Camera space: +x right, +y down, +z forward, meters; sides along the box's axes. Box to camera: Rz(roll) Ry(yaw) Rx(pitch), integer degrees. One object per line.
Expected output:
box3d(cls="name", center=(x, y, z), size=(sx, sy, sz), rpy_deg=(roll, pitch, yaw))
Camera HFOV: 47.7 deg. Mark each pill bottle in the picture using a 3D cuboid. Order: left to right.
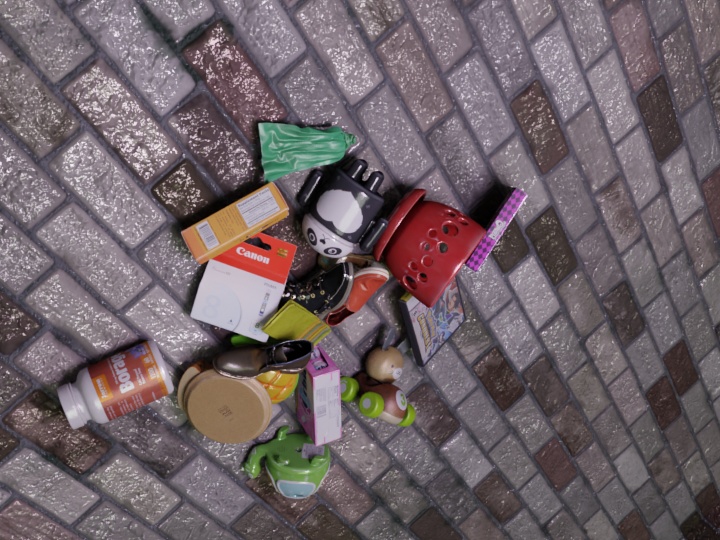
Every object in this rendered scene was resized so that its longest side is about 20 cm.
box3d(cls="pill bottle", center=(-0.469, 0.222, 1.558), size=(0.198, 0.112, 0.113), rpy_deg=(-24, 125, -18))

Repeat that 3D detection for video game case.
box3d(cls="video game case", center=(0.170, 0.092, 1.875), size=(0.181, 0.025, 0.202), rpy_deg=(-43, 132, -31))
box3d(cls="video game case", center=(0.299, -0.092, 1.808), size=(0.036, 0.181, 0.201), rpy_deg=(33, 98, 4))

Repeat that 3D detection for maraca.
box3d(cls="maraca", center=(-0.200, 0.194, 1.704), size=(0.135, 0.107, 0.202), rpy_deg=(-13, 115, -8))

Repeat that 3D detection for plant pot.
box3d(cls="plant pot", center=(0.133, -0.051, 1.684), size=(0.182, 0.200, 0.202), rpy_deg=(34, 98, 6))

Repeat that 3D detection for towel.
box3d(cls="towel", center=(-0.126, 0.120, 1.649), size=(0.086, 0.018, 0.200), rpy_deg=(-46, 153, 0))

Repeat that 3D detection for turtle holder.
box3d(cls="turtle holder", center=(-0.161, 0.448, 1.845), size=(0.183, 0.141, 0.133), rpy_deg=(-8, 121, -28))

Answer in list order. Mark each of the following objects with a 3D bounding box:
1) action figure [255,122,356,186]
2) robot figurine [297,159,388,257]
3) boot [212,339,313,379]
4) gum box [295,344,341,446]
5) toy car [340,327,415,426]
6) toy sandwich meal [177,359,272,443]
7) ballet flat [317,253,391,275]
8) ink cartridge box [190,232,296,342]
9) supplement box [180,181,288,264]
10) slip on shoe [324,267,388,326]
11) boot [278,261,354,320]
box3d(cls="action figure", center=(-0.099, -0.237, 1.558), size=(0.198, 0.055, 0.120), rpy_deg=(-11, 119, -20))
box3d(cls="robot figurine", center=(-0.032, -0.122, 1.613), size=(0.124, 0.150, 0.201), rpy_deg=(23, 106, -48))
box3d(cls="boot", center=(-0.187, 0.164, 1.598), size=(0.198, 0.076, 0.097), rpy_deg=(-2, 155, -26))
box3d(cls="gum box", center=(-0.096, 0.270, 1.800), size=(0.065, 0.113, 0.202), rpy_deg=(-14, 122, -23))
box3d(cls="toy car", center=(0.065, 0.234, 1.865), size=(0.164, 0.157, 0.202), rpy_deg=(26, 89, -50))
box3d(cls="toy sandwich meal", center=(-0.277, 0.268, 1.673), size=(0.202, 0.070, 0.208), rpy_deg=(1, 117, 3))
box3d(cls="ballet flat", center=(0.000, 0.000, 1.739), size=(0.198, 0.071, 0.071), rpy_deg=(14, 108, -35))
box3d(cls="ink cartridge box", center=(-0.227, 0.023, 1.585), size=(0.158, 0.047, 0.202), rpy_deg=(19, 110, -4))
box3d(cls="supplement box", center=(-0.234, -0.089, 1.532), size=(0.198, 0.067, 0.069), rpy_deg=(-28, 87, -8))
box3d(cls="slip on shoe", center=(-0.011, 0.055, 1.707), size=(0.074, 0.062, 0.199), rpy_deg=(20, 137, -38))
box3d(cls="boot", center=(-0.116, 0.041, 1.650), size=(0.152, 0.074, 0.204), rpy_deg=(11, 143, -30))
